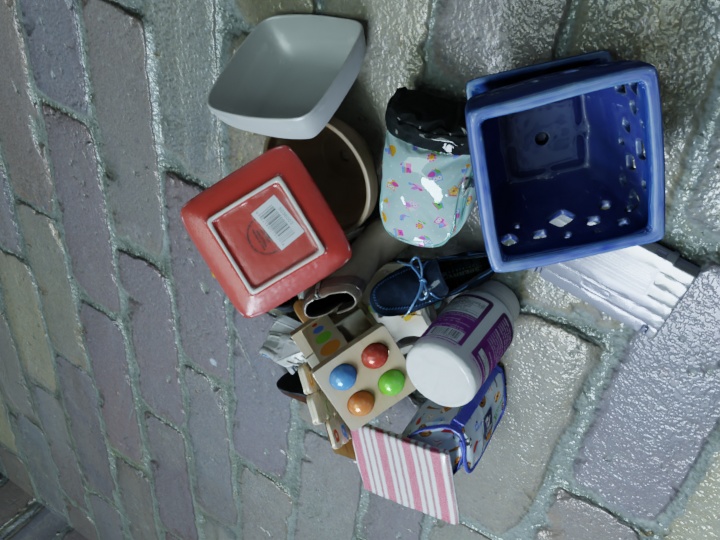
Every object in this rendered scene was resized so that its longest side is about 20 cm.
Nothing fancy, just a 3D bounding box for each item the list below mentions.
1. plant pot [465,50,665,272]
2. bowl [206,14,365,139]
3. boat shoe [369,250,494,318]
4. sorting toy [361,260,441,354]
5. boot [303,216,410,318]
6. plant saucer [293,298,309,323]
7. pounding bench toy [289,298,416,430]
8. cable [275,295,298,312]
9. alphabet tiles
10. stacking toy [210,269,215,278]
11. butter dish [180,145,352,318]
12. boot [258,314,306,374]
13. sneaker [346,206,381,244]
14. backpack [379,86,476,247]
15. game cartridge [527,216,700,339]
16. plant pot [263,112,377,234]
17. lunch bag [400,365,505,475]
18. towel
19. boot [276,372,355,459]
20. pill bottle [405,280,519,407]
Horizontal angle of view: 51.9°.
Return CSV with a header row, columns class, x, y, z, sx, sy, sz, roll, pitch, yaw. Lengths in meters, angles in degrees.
class,x,y,z,sx,sy,sz,roll,pitch,yaw
plant pot,0.223,-0.138,0.857,0.199,0.180,0.201,-11,118,8
bowl,-0.098,-0.268,1.055,0.199,0.200,0.075,15,154,29
boat shoe,0.107,0.006,1.084,0.084,0.199,0.069,64,167,9
sorting toy,0.068,0.082,1.240,0.199,0.107,0.180,1,127,38
boot,0.000,0.000,1.110,0.200,0.146,0.070,-30,111,28
plant saucer,-0.030,0.110,1.297,0.200,0.200,0.037,41,95,6
pounding bench toy,0.009,0.164,1.130,0.200,0.124,0.156,59,175,-28
cable,-0.192,0.008,1.368,0.163,0.051,0.200,29,-174,-30
alphabet tiles,-0.057,0.195,1.244,0.015,0.200,0.196,-19,84,13
stacking toy,-0.189,-0.042,1.268,0.110,0.200,0.116,32,134,15
butter dish,-0.135,-0.063,1.129,0.199,0.148,0.200,-30,98,7
boot,-0.101,0.159,1.410,0.200,0.096,0.074,18,162,34
sneaker,-0.018,-0.047,1.239,0.085,0.075,0.200,42,140,-23
backpack,0.096,-0.135,1.031,0.166,0.127,0.200,22,135,20
game cartridge,0.337,-0.005,1.004,0.200,0.038,0.130,32,131,16
plant pot,-0.045,-0.162,1.147,0.200,0.093,0.201,22,132,26
lunch bag,0.157,0.259,1.237,0.124,0.170,0.200,37,137,8
towel,0.073,0.325,1.216,0.199,0.030,0.147,10,124,37
boot,-0.072,0.303,1.548,0.188,0.069,0.200,1,128,29
pill bottle,0.160,0.100,1.096,0.112,0.200,0.113,21,131,26
